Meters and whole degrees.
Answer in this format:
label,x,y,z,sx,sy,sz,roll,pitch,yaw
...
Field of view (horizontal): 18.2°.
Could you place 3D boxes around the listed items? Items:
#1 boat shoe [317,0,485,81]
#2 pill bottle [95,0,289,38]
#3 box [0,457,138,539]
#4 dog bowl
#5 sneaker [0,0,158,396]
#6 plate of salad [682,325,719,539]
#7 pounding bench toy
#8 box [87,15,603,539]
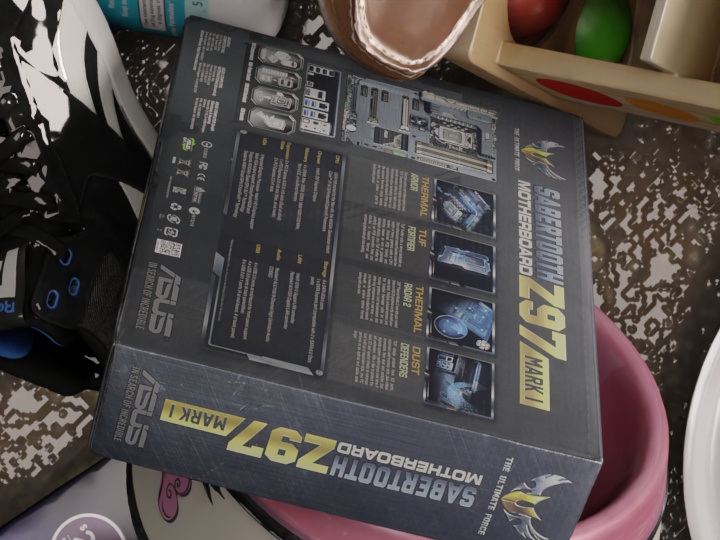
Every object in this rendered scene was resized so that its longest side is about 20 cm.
label,x,y,z,sx,sy,sz,roll,pitch,yaw
boat shoe,0.045,-0.158,0.739,0.075,0.072,0.202,21,93,-25
pill bottle,-0.121,-0.152,0.849,0.198,0.111,0.112,9,90,1
box,-0.073,0.175,0.862,0.141,0.079,0.201,-34,89,-2
dog bowl,0.021,0.062,0.798,0.199,0.201,0.074,20,128,2
sneaker,-0.125,-0.037,0.804,0.073,0.112,0.200,-15,128,29
plate of salad,0.212,0.066,0.866,0.198,0.048,0.202,-3,100,-16
pounding bench toy,0.143,-0.105,0.843,0.155,0.199,0.125,14,87,34
box,0.000,0.000,0.764,0.156,0.201,0.051,13,127,-7
